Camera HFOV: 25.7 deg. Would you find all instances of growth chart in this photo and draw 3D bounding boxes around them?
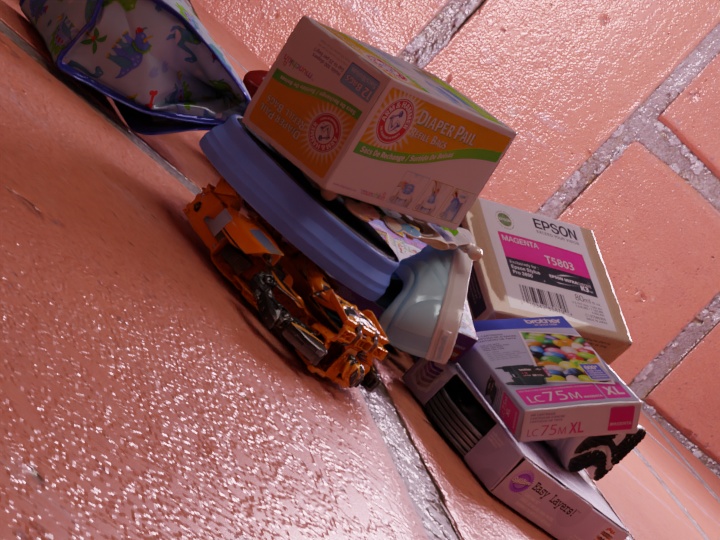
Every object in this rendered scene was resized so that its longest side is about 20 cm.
[{"bbox_3d":[0.018,-0.059,1.350,0.200,0.018,0.145,22,16,-39],"label":"growth chart"}]

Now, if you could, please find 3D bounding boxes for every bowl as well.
[{"bbox_3d":[-0.047,-0.055,1.316,0.201,0.039,0.201,41,7,-6],"label":"bowl"}]

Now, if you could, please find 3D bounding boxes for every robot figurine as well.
[{"bbox_3d":[-0.054,0.015,1.250,0.200,0.058,0.145,47,8,31],"label":"robot figurine"}]

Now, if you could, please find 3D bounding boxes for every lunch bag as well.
[{"bbox_3d":[-0.204,-0.214,1.494,0.200,0.127,0.170,27,15,-35],"label":"lunch bag"}]

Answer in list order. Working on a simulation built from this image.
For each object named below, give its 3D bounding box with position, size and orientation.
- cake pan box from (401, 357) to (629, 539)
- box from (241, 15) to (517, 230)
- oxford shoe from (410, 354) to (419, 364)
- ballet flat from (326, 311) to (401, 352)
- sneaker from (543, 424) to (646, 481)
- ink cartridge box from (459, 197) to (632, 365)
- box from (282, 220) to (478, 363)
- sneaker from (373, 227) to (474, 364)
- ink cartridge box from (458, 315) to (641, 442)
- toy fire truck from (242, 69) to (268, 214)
[{"bbox_3d":[0.144,0.172,1.489,0.200,0.052,0.184,38,7,-42],"label":"cake pan box"},{"bbox_3d":[0.018,-0.117,1.297,0.112,0.101,0.200,40,15,34],"label":"box"},{"bbox_3d":[0.101,0.109,1.610,0.200,0.071,0.071,46,-14,-32],"label":"oxford shoe"},{"bbox_3d":[0.012,0.025,1.547,0.069,0.069,0.200,47,8,27],"label":"ballet flat"},{"bbox_3d":[0.220,0.153,1.545,0.080,0.074,0.200,45,5,24],"label":"sneaker"},{"bbox_3d":[0.180,0.017,1.712,0.200,0.075,0.165,13,48,-32],"label":"ink cartridge box"},{"bbox_3d":[0.010,-0.004,1.468,0.200,0.039,0.137,24,35,-27],"label":"box"},{"bbox_3d":[0.052,0.007,1.396,0.082,0.074,0.200,18,25,-3],"label":"sneaker"},{"bbox_3d":[0.163,0.091,1.475,0.119,0.042,0.200,-2,25,-20],"label":"ink cartridge box"},{"bbox_3d":[-0.047,-0.129,1.675,0.168,0.112,0.200,6,27,-27],"label":"toy fire truck"}]
